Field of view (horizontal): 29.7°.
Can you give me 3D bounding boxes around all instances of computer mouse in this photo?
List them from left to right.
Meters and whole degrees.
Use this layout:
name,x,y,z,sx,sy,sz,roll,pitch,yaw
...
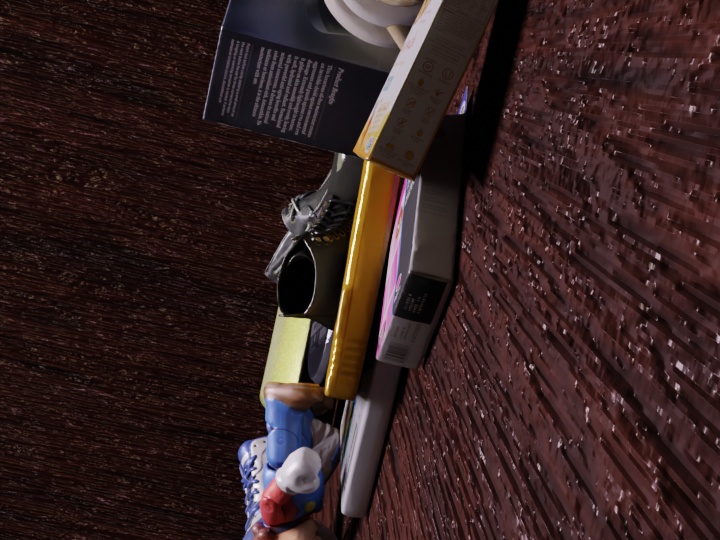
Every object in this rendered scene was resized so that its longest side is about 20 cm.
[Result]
name,x,y,z,sx,sy,sz,roll,pitch,yaw
computer mouse,-0.009,0.018,1.334,0.138,0.053,0.200,139,141,-68

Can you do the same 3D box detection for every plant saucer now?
name,x,y,z,sx,sy,sz,roll,pitch,yaw
plant saucer,-0.059,0.091,1.480,0.200,0.048,0.200,64,-144,-70

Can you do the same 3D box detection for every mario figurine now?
name,x,y,z,sx,sy,sz,roll,pitch,yaw
mario figurine,-0.040,0.196,1.126,0.106,0.123,0.200,-4,79,45

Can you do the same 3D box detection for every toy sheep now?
name,x,y,z,sx,sy,sz,roll,pitch,yaw
toy sheep,0.030,-0.233,1.052,0.200,0.138,0.138,-110,32,-77

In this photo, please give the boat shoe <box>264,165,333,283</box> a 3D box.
name,x,y,z,sx,sy,sz,roll,pitch,yaw
boat shoe,-0.055,-0.051,1.507,0.072,0.071,0.200,-80,13,-56

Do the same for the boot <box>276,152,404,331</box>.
name,x,y,z,sx,sy,sz,roll,pitch,yaw
boot,-0.019,-0.045,1.201,0.138,0.077,0.200,13,-104,-64

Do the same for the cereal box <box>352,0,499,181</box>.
name,x,y,z,sx,sy,sz,roll,pitch,yaw
cereal box,0.056,-0.159,0.900,0.144,0.039,0.200,-119,54,-83

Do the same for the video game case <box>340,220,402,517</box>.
name,x,y,z,sx,sy,sz,roll,pitch,yaw
video game case,0.015,0.074,1.108,0.182,0.024,0.200,-93,15,-75

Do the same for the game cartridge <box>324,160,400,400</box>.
name,x,y,z,sx,sy,sz,roll,pitch,yaw
game cartridge,0.000,0.000,1.083,0.176,0.032,0.200,117,165,-87

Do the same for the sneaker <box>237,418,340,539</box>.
name,x,y,z,sx,sy,sz,roll,pitch,yaw
sneaker,-0.084,0.203,1.251,0.075,0.088,0.200,-60,-2,34

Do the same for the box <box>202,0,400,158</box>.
name,x,y,z,sx,sy,sz,roll,pitch,yaw
box,-0.019,-0.217,1.213,0.123,0.198,0.200,112,170,-51

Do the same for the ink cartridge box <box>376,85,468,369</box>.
name,x,y,z,sx,sy,sz,roll,pitch,yaw
ink cartridge box,0.046,-0.036,0.959,0.095,0.037,0.200,108,175,-46
